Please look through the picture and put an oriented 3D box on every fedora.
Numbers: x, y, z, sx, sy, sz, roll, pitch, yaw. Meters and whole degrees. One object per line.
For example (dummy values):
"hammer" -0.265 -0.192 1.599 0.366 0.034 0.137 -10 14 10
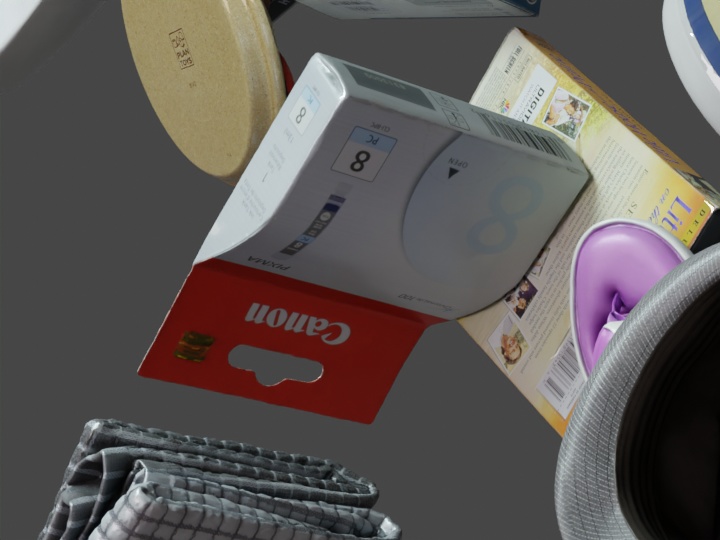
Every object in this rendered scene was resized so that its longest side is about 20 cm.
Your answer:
"fedora" 0.190 0.078 1.023 0.177 0.090 0.200 32 92 38

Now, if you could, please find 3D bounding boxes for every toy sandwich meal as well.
"toy sandwich meal" -0.081 -0.147 1.408 0.205 0.070 0.206 44 145 42

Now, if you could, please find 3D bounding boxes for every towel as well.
"towel" -0.097 0.172 1.278 0.166 0.200 0.086 -56 42 22

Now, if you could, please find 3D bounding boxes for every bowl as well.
"bowl" -0.239 -0.235 1.674 0.200 0.075 0.200 -39 51 37

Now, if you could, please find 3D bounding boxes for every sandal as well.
"sandal" 0.142 0.071 1.104 0.082 0.050 0.203 -18 78 29

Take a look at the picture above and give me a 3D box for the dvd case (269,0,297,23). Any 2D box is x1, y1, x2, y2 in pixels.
"dvd case" -0.032 -0.252 1.461 0.200 0.025 0.151 -34 55 40

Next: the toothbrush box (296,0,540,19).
"toothbrush box" 0.033 -0.247 1.307 0.146 0.085 0.201 3 83 37

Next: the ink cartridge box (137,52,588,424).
"ink cartridge box" 0.000 0.000 1.187 0.200 0.160 0.047 -59 39 21

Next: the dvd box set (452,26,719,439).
"dvd box set" 0.104 -0.019 1.219 0.200 0.029 0.147 48 116 47

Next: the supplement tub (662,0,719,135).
"supplement tub" 0.242 -0.132 0.989 0.200 0.144 0.145 -45 48 34
